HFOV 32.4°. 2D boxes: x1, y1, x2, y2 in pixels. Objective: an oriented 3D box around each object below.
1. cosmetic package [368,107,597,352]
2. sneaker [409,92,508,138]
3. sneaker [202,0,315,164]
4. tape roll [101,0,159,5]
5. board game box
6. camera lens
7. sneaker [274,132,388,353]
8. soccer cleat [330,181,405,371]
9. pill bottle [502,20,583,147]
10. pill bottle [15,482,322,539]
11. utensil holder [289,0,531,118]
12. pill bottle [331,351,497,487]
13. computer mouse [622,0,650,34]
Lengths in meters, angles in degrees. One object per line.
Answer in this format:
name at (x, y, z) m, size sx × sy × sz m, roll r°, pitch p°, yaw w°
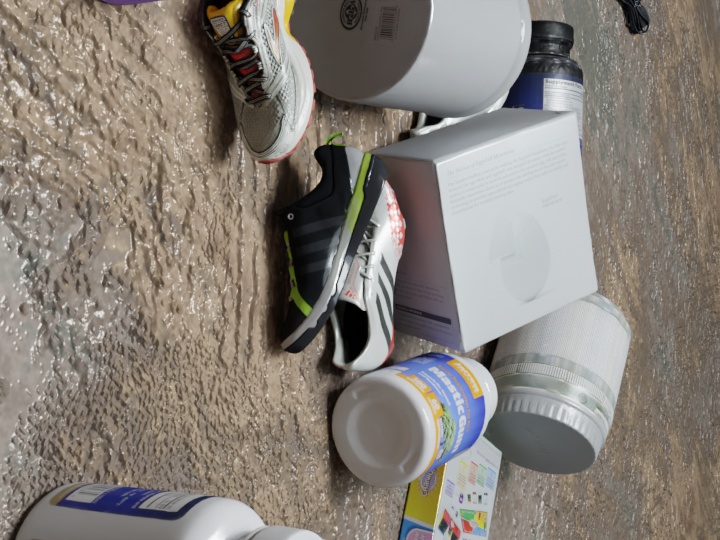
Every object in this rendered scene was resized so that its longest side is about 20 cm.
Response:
cosmetic package at (0.129, -0.050, 1.299) m, size 0.199 × 0.123 × 0.201 m, roll -21°, pitch 111°, yaw -32°
sneaker at (0.108, -0.198, 1.382) m, size 0.089 × 0.075 × 0.201 m, roll 54°, pitch 47°, yaw -39°
sneaker at (-0.096, -0.186, 1.021) m, size 0.082 × 0.077 × 0.201 m, roll -10°, pitch 90°, yaw -56°
tape roll at (-0.161, -0.298, 0.900) m, size 0.200 × 0.065 × 0.202 m, roll -4°, pitch 94°, yaw -61°
board game box at (0.101, 0.277, 1.398) m, size 0.153 × 0.040 × 0.201 m, roll 44°, pitch 53°, yaw -52°
camera lens at (0.241, 0.128, 1.528) m, size 0.160 × 0.159 × 0.201 m, roll 59°, pitch 42°, yaw -43°
sneaker at (-0.044, -0.026, 1.124) m, size 0.072 × 0.082 × 0.201 m, roll 173°, pitch -61°, yaw -86°
soccer cleat at (0.000, 0.000, 1.192) m, size 0.085 × 0.068 × 0.201 m, roll -13°, pitch 106°, yaw -64°
pill bottle at (0.221, -0.202, 1.542) m, size 0.112 × 0.111 × 0.201 m, roll 7°, pitch 84°, yaw -61°
pill bottle at (-0.124, 0.209, 0.829) m, size 0.120 × 0.199 × 0.121 m, roll -1°, pitch 92°, yaw -60°
utensil holder at (0.045, -0.234, 1.174) m, size 0.200 × 0.169 × 0.171 m, roll -7°, pitch 96°, yaw -58°
pill bottle at (0.065, 0.144, 1.261) m, size 0.200 × 0.111 × 0.113 m, roll -13°, pitch 101°, yaw -60°
computer mouse at (0.473, -0.505, 2.056) m, size 0.139 × 0.052 × 0.201 m, roll 47°, pitch 50°, yaw -50°
